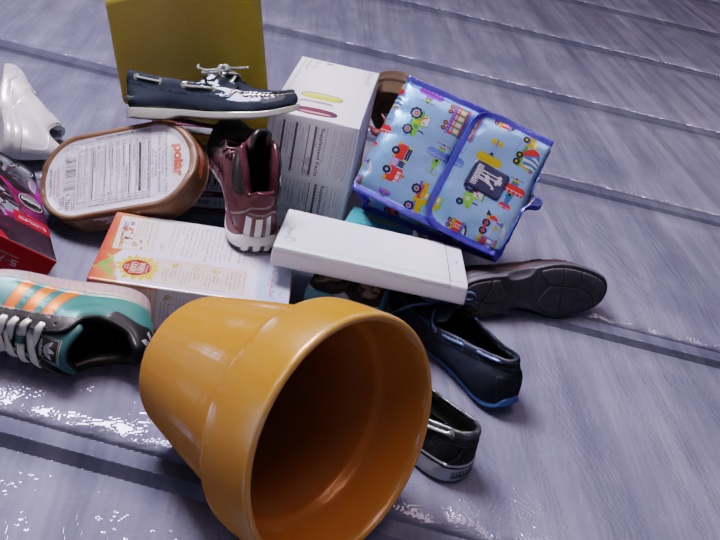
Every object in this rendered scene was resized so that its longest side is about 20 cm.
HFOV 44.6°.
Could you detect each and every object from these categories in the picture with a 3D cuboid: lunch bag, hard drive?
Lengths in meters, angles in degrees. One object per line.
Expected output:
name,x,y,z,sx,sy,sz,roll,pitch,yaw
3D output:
lunch bag,0.115,-0.109,1.013,0.200,0.151,0.094,25,-7,13
hard drive,0.011,-0.017,0.938,0.200,0.027,0.132,12,20,-2

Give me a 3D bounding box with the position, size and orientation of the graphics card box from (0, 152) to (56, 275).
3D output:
graphics card box,-0.398,-0.071,0.924,0.125,0.051,0.200,31,15,-40

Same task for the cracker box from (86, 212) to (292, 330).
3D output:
cracker box,-0.173,0.008,0.923,0.200,0.058,0.134,8,32,-5

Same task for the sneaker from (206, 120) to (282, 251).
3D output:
sneaker,-0.117,-0.126,0.953,0.076,0.116,0.200,-4,50,-20

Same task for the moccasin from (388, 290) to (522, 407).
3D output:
moccasin,0.107,0.060,0.927,0.080,0.068,0.200,-15,40,-36

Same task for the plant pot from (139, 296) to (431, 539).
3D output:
plant pot,-0.075,0.105,0.707,0.183,0.200,0.200,18,29,40

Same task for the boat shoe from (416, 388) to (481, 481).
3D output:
boat shoe,0.026,0.113,0.819,0.074,0.068,0.199,-20,44,-40

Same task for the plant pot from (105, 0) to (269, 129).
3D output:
plant pot,-0.209,-0.297,1.075,0.176,0.200,0.200,-5,35,-7

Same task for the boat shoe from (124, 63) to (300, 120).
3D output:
boat shoe,-0.167,-0.200,0.986,0.200,0.062,0.075,1,9,11

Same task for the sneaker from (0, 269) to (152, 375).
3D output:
sneaker,-0.289,0.051,0.793,0.200,0.071,0.080,3,30,-17

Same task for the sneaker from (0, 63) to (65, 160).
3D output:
sneaker,-0.436,-0.201,1.158,0.088,0.075,0.200,8,37,-31

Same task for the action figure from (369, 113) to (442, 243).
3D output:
action figure,0.073,-0.113,1.132,0.149,0.134,0.200,-40,80,-22

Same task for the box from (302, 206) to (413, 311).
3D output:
box,0.000,0.000,1.001,0.082,0.049,0.200,16,33,6

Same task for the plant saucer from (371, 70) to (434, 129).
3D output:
plant saucer,0.085,-0.192,1.220,0.200,0.200,0.029,32,71,28

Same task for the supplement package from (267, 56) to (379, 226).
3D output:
supplement package,-0.053,-0.164,1.134,0.111,0.156,0.200,13,32,0

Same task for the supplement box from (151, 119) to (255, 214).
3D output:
supplement box,-0.206,-0.166,1.135,0.131,0.103,0.200,3,35,-13

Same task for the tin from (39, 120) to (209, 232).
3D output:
tin,-0.269,-0.106,0.990,0.200,0.042,0.112,-8,75,13

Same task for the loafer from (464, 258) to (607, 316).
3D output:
loafer,0.193,0.012,1.032,0.200,0.072,0.063,-2,29,-19
